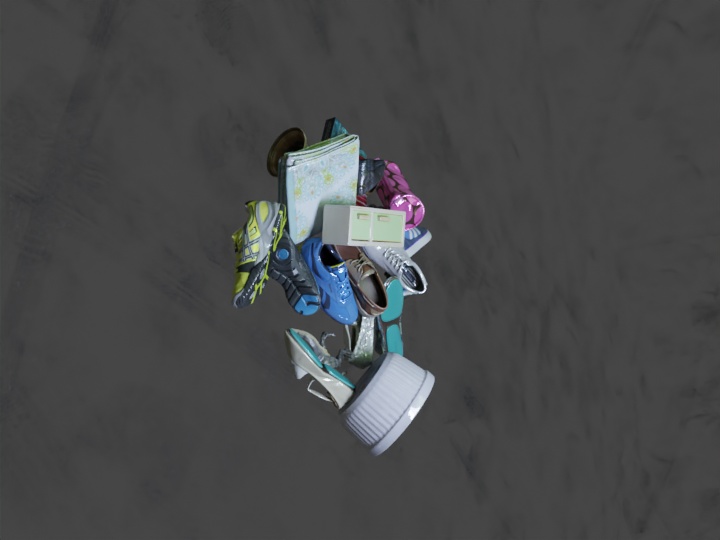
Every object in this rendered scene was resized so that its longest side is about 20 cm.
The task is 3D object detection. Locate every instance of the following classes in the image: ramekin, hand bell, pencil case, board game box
[{"bbox_3d":[0.043,0.254,1.548,0.105,0.200,0.200,38,40,-2],"label":"ramekin"},{"bbox_3d":[-0.076,-0.189,1.550,0.200,0.104,0.104,28,57,-42],"label":"hand bell"},{"bbox_3d":[0.074,-0.171,1.736,0.200,0.091,0.094,-118,-177,-54],"label":"pencil case"},{"bbox_3d":[-0.046,-0.214,1.703,0.135,0.028,0.200,46,44,-42],"label":"board game box"}]

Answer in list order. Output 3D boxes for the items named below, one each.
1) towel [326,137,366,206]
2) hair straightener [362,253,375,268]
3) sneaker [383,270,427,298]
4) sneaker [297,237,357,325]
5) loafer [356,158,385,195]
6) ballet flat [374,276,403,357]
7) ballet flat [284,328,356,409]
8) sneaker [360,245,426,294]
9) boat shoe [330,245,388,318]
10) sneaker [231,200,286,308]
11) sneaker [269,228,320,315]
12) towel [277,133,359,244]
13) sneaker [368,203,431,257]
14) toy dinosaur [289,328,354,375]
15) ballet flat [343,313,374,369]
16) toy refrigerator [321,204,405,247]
[{"bbox_3d":[-0.029,-0.169,1.668,0.145,0.022,0.200,23,63,-55],"label":"towel"},{"bbox_3d":[-0.039,-0.006,1.651,0.200,0.041,0.077,-28,98,-52],"label":"hair straightener"},{"bbox_3d":[0.074,0.029,1.799,0.090,0.078,0.200,60,29,4],"label":"sneaker"},{"bbox_3d":[-0.051,0.024,1.540,0.066,0.078,0.200,-42,114,-35],"label":"sneaker"},{"bbox_3d":[0.010,-0.195,1.639,0.200,0.073,0.072,-26,113,-72],"label":"loafer"},{"bbox_3d":[0.052,0.102,1.697,0.074,0.074,0.200,-30,125,-57],"label":"ballet flat"},{"bbox_3d":[-0.088,0.190,1.471,0.200,0.069,0.070,45,44,-25],"label":"ballet flat"},{"bbox_3d":[0.077,-0.024,1.682,0.200,0.071,0.073,42,86,-28],"label":"sneaker"},{"bbox_3d":[0.000,0.000,1.586,0.076,0.072,0.200,-35,99,-30],"label":"boat shoe"},{"bbox_3d":[-0.193,-0.030,1.386,0.075,0.076,0.200,86,21,-74],"label":"sneaker"},{"bbox_3d":[-0.139,-0.010,1.475,0.082,0.073,0.200,-93,158,-71],"label":"sneaker"},{"bbox_3d":[-0.077,-0.153,1.489,0.171,0.048,0.200,-24,138,-31],"label":"towel"},{"bbox_3d":[0.080,-0.103,1.807,0.147,0.081,0.200,56,32,-5],"label":"sneaker"},{"bbox_3d":[-0.064,0.169,1.544,0.088,0.047,0.200,-51,120,-43],"label":"toy dinosaur"},{"bbox_3d":[-0.003,0.105,1.644,0.072,0.072,0.200,32,53,-50],"label":"ballet flat"},{"bbox_3d":[0.013,-0.085,1.538,0.200,0.070,0.076,1,94,-56],"label":"toy refrigerator"}]
